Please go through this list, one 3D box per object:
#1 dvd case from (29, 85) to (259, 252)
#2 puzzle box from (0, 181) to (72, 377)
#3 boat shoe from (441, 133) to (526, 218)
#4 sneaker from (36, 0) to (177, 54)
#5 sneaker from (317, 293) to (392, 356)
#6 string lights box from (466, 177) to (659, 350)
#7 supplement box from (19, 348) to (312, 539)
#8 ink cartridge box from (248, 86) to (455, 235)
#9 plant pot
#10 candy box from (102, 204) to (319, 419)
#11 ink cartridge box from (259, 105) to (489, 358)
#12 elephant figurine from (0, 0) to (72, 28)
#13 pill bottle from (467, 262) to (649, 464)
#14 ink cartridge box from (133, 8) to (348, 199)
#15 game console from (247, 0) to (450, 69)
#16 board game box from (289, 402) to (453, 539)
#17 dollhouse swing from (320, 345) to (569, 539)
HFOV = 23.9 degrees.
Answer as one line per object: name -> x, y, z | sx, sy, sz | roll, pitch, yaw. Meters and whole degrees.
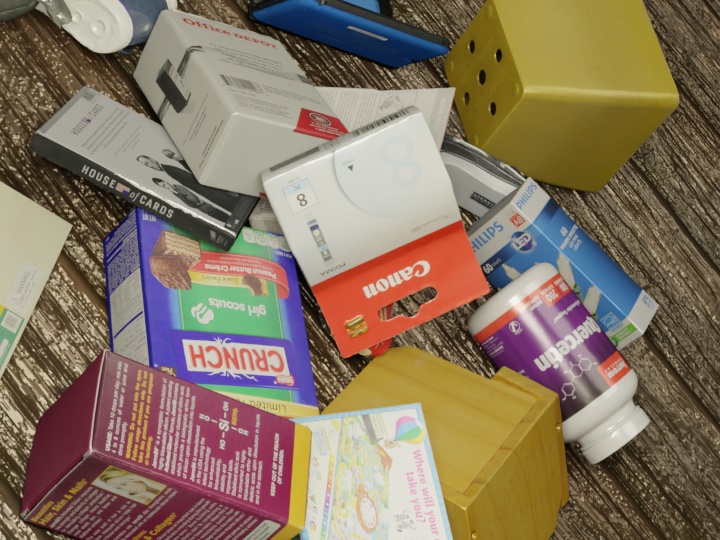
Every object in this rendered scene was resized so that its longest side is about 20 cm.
dvd case -> -0.191, -0.096, 1.567 | 0.200, 0.025, 0.150 | 27, 23, -3
puzzle box -> -0.338, 0.002, 1.448 | 0.133, 0.025, 0.200 | 33, 45, -17
boat shoe -> 0.159, -0.086, 1.884 | 0.200, 0.072, 0.068 | 28, 48, -11
sneaker -> -0.271, -0.305, 1.689 | 0.200, 0.081, 0.146 | 44, 33, 1
sneaker -> 0.000, 0.000, 1.705 | 0.085, 0.077, 0.200 | 38, 43, -41
string lights box -> 0.212, 0.006, 1.832 | 0.200, 0.103, 0.059 | 44, 44, -5
supplement box -> -0.158, 0.167, 1.402 | 0.200, 0.131, 0.103 | 24, 47, -25
ink cartridge box -> -0.003, -0.105, 1.704 | 0.176, 0.045, 0.200 | 3, 47, 15
plant pot -> 0.212, -0.220, 1.940 | 0.176, 0.200, 0.200 | -2, 62, -26
candy box -> -0.137, 0.054, 1.536 | 0.169, 0.077, 0.200 | 12, 55, -33
ink cartridge box -> 0.018, -0.031, 1.577 | 0.047, 0.160, 0.200 | -120, -174, -75
elephant figurine -> -0.395, -0.259, 1.532 | 0.200, 0.155, 0.142 | -38, 131, -37
pill bottle -> 0.208, 0.098, 1.759 | 0.200, 0.112, 0.112 | 52, 43, 4
ink cartridge box -> -0.115, -0.157, 1.643 | 0.144, 0.084, 0.200 | 11, 30, -36
game console -> -0.017, -0.305, 1.863 | 0.200, 0.171, 0.119 | 14, 80, -31
board game box -> 0.008, 0.220, 1.469 | 0.134, 0.034, 0.200 | -5, 65, -17
dollhouse swing -> 0.076, 0.196, 1.641 | 0.200, 0.176, 0.182 | -44, 134, -47
